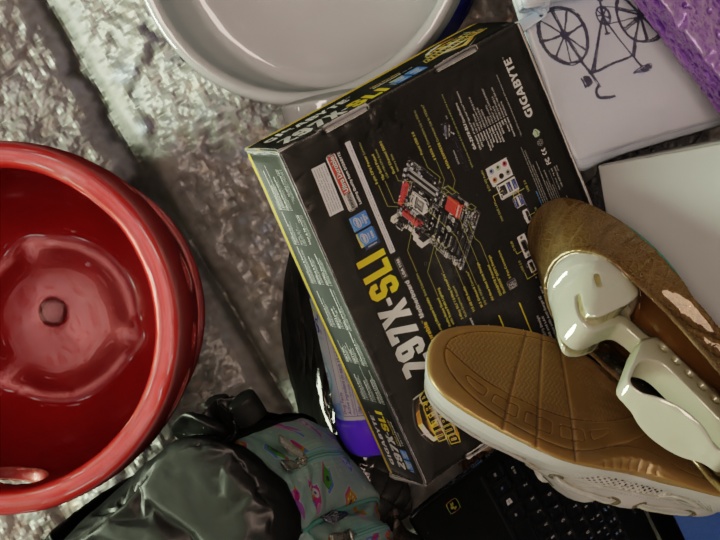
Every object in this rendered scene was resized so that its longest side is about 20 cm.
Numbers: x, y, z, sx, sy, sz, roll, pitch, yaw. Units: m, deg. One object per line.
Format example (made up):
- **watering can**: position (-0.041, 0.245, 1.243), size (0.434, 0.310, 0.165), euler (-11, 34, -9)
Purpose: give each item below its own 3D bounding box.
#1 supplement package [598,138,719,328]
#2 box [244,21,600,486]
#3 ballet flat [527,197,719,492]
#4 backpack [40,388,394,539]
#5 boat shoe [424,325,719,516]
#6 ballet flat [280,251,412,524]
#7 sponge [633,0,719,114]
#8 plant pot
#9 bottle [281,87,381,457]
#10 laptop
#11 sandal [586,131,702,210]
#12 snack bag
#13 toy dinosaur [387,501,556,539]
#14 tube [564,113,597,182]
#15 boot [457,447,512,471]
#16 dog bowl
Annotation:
- **supplement package**: position (0.239, -0.017, 1.128), size (0.120, 0.200, 0.122), euler (-8, 90, 39)
- **box**: position (0.049, -0.011, 1.101), size (0.160, 0.049, 0.200), euler (-30, 107, -21)
- **ballet flat**: position (0.143, 0.042, 1.035), size (0.200, 0.072, 0.068), euler (49, 130, 17)
- **backpack**: position (-0.068, 0.150, 1.125), size (0.167, 0.200, 0.127), euler (-35, 78, 18)
- **boat shoe**: position (0.115, 0.090, 1.078), size (0.200, 0.069, 0.071), euler (22, 54, -14)
- **ballet flat**: position (-0.008, 0.059, 1.236), size (0.057, 0.066, 0.201), euler (-7, 92, -37)
- **sponge**: position (0.251, -0.181, 1.184), size (0.200, 0.030, 0.112), euler (-37, 90, -22)
- **plant pot**: position (-0.187, 0.031, 1.169), size (0.200, 0.182, 0.201), euler (0, 89, 3)
- **bottle**: position (0.000, 0.000, 1.151), size (0.065, 0.084, 0.201), euler (-12, 99, 6)
- **laptop**: position (0.161, 0.160, 1.161), size (0.200, 0.103, 0.177), euler (-35, 117, -14)
- **sandal**: position (0.116, -0.053, 1.230), size (0.200, 0.043, 0.076), euler (-28, 99, -2)
- **snack bag**: position (0.157, -0.166, 1.178), size (0.188, 0.021, 0.200), euler (-17, 88, -35)
- **toy dinosaur**: position (0.065, 0.193, 1.212), size (0.102, 0.077, 0.201), euler (3, 99, -14)
- **tube**: position (0.122, -0.147, 1.203), size (0.058, 0.052, 0.200), euler (22, 64, -33)
- **boot**: position (0.088, 0.010, 1.186), size (0.107, 0.075, 0.201), euler (-17, 103, -15)
- **dog bowl**: position (-0.028, -0.196, 1.193), size (0.200, 0.079, 0.201), euler (1, 96, 14)
